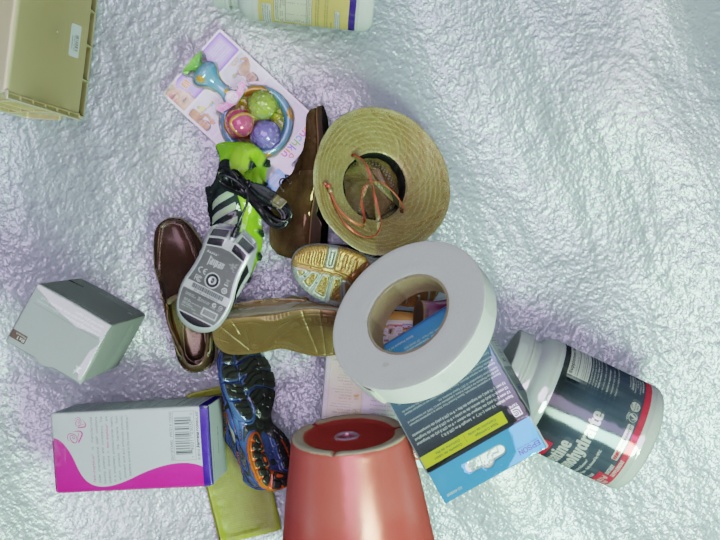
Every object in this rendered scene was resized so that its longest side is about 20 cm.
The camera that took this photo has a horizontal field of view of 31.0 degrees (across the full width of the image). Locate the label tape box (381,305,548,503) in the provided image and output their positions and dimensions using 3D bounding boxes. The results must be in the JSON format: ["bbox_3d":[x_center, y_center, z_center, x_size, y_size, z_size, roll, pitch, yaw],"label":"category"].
[{"bbox_3d":[0.116,0.153,1.542,0.143,0.066,0.200,-31,81,11],"label":"label tape box"}]

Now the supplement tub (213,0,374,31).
[{"bbox_3d":[-0.077,-0.380,1.621,0.199,0.145,0.146,6,90,-1],"label":"supplement tub"}]

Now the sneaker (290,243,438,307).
[{"bbox_3d":[0.000,0.000,1.629,0.199,0.088,0.076,10,110,-23],"label":"sneaker"}]

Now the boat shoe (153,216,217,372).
[{"bbox_3d":[-0.220,0.030,1.652,0.074,0.075,0.203,-14,90,0],"label":"boat shoe"}]

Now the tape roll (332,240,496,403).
[{"bbox_3d":[0.062,0.059,1.512,0.202,0.037,0.203,-17,52,23],"label":"tape roll"}]

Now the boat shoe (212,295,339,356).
[{"bbox_3d":[-0.084,0.062,1.632,0.199,0.069,0.074,0,121,4],"label":"boat shoe"}]

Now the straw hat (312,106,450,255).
[{"bbox_3d":[0.008,-0.101,1.643,0.200,0.085,0.202,8,71,-24],"label":"straw hat"}]

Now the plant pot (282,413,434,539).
[{"bbox_3d":[-0.008,0.280,1.574,0.200,0.200,0.178,-5,102,0],"label":"plant pot"}]

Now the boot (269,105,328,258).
[{"bbox_3d":[-0.077,-0.112,1.656,0.075,0.074,0.201,7,97,10],"label":"boot"}]

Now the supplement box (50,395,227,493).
[{"bbox_3d":[-0.276,0.217,1.628,0.199,0.103,0.102,-3,91,5],"label":"supplement box"}]

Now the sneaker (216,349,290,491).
[{"bbox_3d":[-0.146,0.187,1.639,0.075,0.078,0.201,-3,71,-36],"label":"sneaker"}]

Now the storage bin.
[{"bbox_3d":[-0.411,-0.297,1.598,0.093,0.198,0.201,6,89,17],"label":"storage bin"}]

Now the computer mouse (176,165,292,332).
[{"bbox_3d":[-0.166,-0.019,1.604,0.109,0.044,0.201,27,94,7],"label":"computer mouse"}]

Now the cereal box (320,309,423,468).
[{"bbox_3d":[0.023,0.150,1.670,0.143,0.040,0.201,6,90,-1],"label":"cereal box"}]

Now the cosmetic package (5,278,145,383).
[{"bbox_3d":[-0.345,0.070,1.589,0.107,0.200,0.090,29,90,-1],"label":"cosmetic package"}]

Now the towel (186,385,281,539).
[{"bbox_3d":[-0.165,0.248,1.680,0.086,0.018,0.201,-13,90,0],"label":"towel"}]

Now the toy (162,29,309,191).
[{"bbox_3d":[-0.147,-0.204,1.668,0.200,0.047,0.115,42,91,1],"label":"toy"}]

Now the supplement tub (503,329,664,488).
[{"bbox_3d":[0.264,0.172,1.621,0.199,0.140,0.141,25,90,0],"label":"supplement tub"}]

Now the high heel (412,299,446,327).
[{"bbox_3d":[0.109,0.132,1.633,0.096,0.067,0.201,2,90,-24],"label":"high heel"}]

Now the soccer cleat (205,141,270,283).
[{"bbox_3d":[-0.165,-0.067,1.664,0.081,0.067,0.201,19,105,37],"label":"soccer cleat"}]
